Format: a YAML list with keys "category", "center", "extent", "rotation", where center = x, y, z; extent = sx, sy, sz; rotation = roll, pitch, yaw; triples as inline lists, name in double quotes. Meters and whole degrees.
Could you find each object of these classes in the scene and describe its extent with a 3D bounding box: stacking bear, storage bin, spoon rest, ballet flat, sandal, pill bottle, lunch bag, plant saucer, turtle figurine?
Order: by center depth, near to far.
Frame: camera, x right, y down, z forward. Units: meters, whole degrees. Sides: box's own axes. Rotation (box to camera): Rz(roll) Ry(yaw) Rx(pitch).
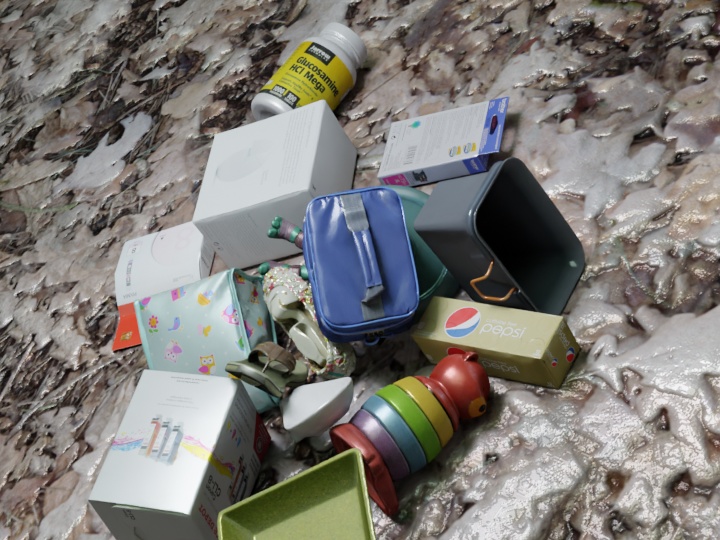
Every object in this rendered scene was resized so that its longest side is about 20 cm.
- category: "plant saucer"
  center: [-0.060, 0.324, 1.504]
  extent: [0.199, 0.048, 0.200]
  rotation: [-28, 44, 17]
- category: "stacking bear"
  center: [0.072, 0.177, 1.625]
  extent: [0.200, 0.122, 0.114]
  rotation: [-35, 45, -15]
- category: "spoon rest"
  center: [-0.063, 0.172, 1.668]
  extent: [0.099, 0.061, 0.200]
  rotation: [-39, -1, -20]
- category: "storage bin"
  center: [0.164, -0.029, 1.705]
  extent: [0.134, 0.200, 0.146]
  rotation: [-2, 48, 48]
- category: "lunch bag"
  center: [0.000, 0.000, 1.720]
  extent: [0.135, 0.132, 0.201]
  rotation: [-11, 75, -3]
- category: "sandal"
  center: [-0.115, 0.117, 1.721]
  extent: [0.080, 0.201, 0.058]
  rotation: [25, 97, 11]
- category: "plant saucer"
  center: [0.042, -0.023, 1.808]
  extent: [0.199, 0.027, 0.201]
  rotation: [0, 75, -1]
- category: "ballet flat"
  center: [-0.079, 0.067, 1.810]
  extent: [0.200, 0.064, 0.076]
  rotation: [47, 119, 27]
- category: "lunch bag"
  center: [-0.202, 0.117, 1.858]
  extent: [0.170, 0.122, 0.201]
  rotation: [-18, 77, 18]
- category: "turtle figurine"
  center: [-0.040, -0.004, 1.885]
  extent: [0.199, 0.101, 0.150]
  rotation: [15, 77, 23]
- category: "pill bottle"
  center: [-0.079, -0.307, 2.205]
  extent: [0.112, 0.113, 0.200]
  rotation: [17, 61, 44]

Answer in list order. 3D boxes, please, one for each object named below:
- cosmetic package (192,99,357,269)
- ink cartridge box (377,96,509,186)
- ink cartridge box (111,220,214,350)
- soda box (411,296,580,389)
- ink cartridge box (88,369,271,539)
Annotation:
- category: "cosmetic package"
  center: [-0.125, -0.128, 2.051]
  extent: [0.199, 0.123, 0.200]
  rotation: [-15, 43, 24]
- category: "ink cartridge box"
  center: [0.128, -0.187, 1.996]
  extent: [0.199, 0.042, 0.120]
  rotation: [-12, 44, 30]
- category: "ink cartridge box"
  center: [-0.312, 0.018, 2.096]
  extent: [0.162, 0.057, 0.200]
  rotation: [-15, 39, 22]
- category: "soda box"
  center: [0.167, 0.088, 1.675]
  extent: [0.199, 0.064, 0.068]
  rotation: [8, 55, 41]
- category: "ink cartridge box"
  center: [-0.224, 0.251, 1.704]
  extent: [0.144, 0.146, 0.201]
  rotation: [5, 53, 20]
